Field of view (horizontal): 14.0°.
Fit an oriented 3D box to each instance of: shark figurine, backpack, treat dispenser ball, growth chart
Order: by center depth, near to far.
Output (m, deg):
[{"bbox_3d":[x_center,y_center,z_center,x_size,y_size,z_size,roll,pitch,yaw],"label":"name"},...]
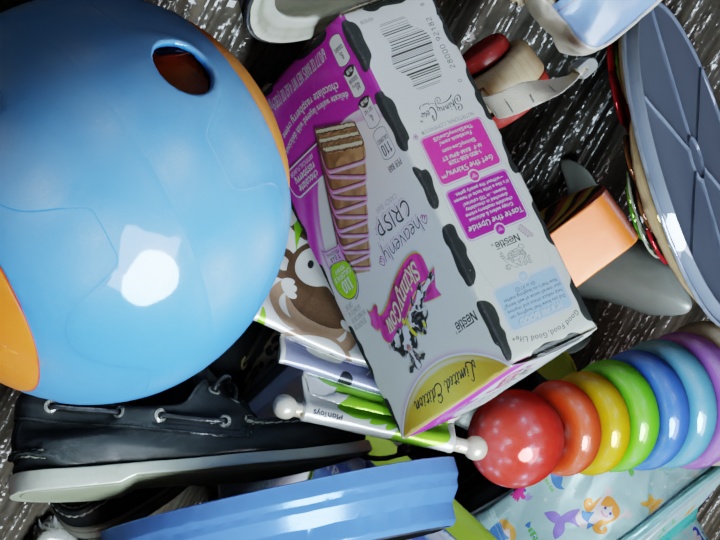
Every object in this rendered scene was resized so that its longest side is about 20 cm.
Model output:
[{"bbox_3d":[-0.133,-0.035,1.447,0.200,0.201,0.202,-22,136,-23],"label":"treat dispenser ball"},{"bbox_3d":[0.000,0.000,1.596,0.144,0.201,0.018,8,158,-23],"label":"growth chart"},{"bbox_3d":[0.086,0.017,1.764,0.214,0.129,0.089,-36,158,35],"label":"shark figurine"},{"bbox_3d":[0.138,0.157,1.817,0.200,0.151,0.177,-44,169,32],"label":"backpack"}]

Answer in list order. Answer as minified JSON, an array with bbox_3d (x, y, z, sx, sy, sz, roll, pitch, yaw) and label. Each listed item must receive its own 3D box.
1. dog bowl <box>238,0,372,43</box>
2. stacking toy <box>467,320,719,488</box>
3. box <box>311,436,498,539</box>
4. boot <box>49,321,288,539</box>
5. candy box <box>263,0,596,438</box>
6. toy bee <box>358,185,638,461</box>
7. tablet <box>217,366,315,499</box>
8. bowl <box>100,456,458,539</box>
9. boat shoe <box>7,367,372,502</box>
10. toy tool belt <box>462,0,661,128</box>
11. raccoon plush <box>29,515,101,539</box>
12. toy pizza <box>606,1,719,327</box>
[{"bbox_3d":[0.011,-0.199,1.450,0.199,0.074,0.200,-30,167,-7],"label":"dog bowl"},{"bbox_3d":[0.141,0.085,1.664,0.199,0.085,0.086,-11,132,-43],"label":"stacking toy"},{"bbox_3d":[0.015,0.186,1.773,0.048,0.122,0.201,-28,147,-37],"label":"box"},{"bbox_3d":[-0.120,0.039,1.626,0.203,0.073,0.154,-43,138,-7],"label":"boot"},{"bbox_3d":[0.028,-0.028,1.530,0.061,0.201,0.136,-23,171,-30],"label":"candy box"},{"bbox_3d":[0.058,0.017,1.683,0.199,0.109,0.132,-18,100,-13],"label":"toy bee"},{"bbox_3d":[-0.034,0.100,1.728,0.130,0.014,0.200,-43,161,-20],"label":"tablet"},{"bbox_3d":[-0.041,0.141,1.609,0.199,0.040,0.201,-12,174,-1],"label":"bowl"},{"bbox_3d":[-0.093,0.083,1.581,0.198,0.067,0.075,-6,168,-9],"label":"boat shoe"},{"bbox_3d":[0.108,-0.185,1.597,0.200,0.125,0.123,-40,104,-8],"label":"toy tool belt"},{"bbox_3d":[-0.139,0.207,1.776,0.097,0.133,0.200,-60,172,-2],"label":"raccoon plush"},{"bbox_3d":[0.181,-0.061,1.707,0.032,0.201,0.200,-15,145,19],"label":"toy pizza"}]
